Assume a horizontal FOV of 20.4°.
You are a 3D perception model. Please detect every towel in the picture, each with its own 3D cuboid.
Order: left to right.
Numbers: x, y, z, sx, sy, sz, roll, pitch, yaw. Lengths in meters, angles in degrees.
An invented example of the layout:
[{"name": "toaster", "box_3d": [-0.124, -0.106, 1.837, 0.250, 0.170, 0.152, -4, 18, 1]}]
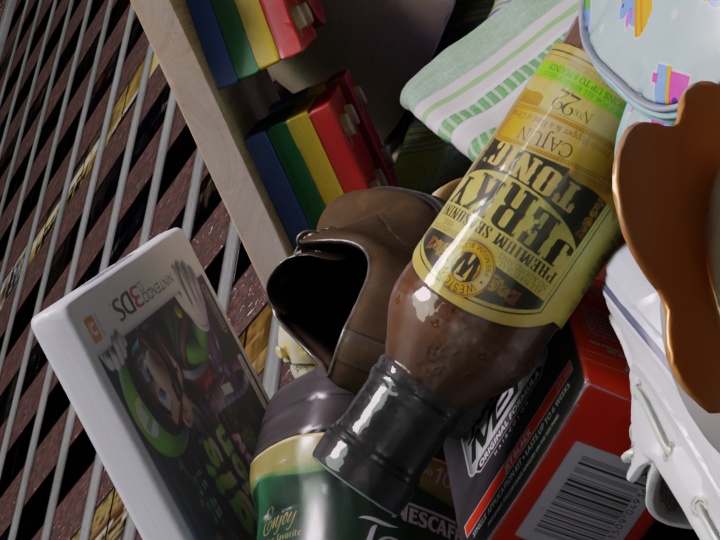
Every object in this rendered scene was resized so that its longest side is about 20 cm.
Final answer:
[{"name": "towel", "box_3d": [0.068, -0.133, 1.107, 0.143, 0.023, 0.201, -7, 64, 69]}, {"name": "towel", "box_3d": [0.099, -0.102, 0.876, 0.152, 0.023, 0.200, -37, 20, 0]}]

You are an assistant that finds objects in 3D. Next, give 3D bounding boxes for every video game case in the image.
[{"name": "video game case", "box_3d": [-0.071, 0.087, 0.939, 0.023, 0.201, 0.182, -25, 6, 15]}]

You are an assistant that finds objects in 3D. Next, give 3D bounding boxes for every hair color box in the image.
[{"name": "hair color box", "box_3d": [0.078, 0.034, 0.833, 0.102, 0.061, 0.200, -60, 19, 27]}]

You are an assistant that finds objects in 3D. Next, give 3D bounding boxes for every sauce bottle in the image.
[{"name": "sauce bottle", "box_3d": [0.054, -0.001, 0.746, 0.201, 0.065, 0.065, -57, 18, -3]}]

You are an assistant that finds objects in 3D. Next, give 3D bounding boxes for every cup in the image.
[{"name": "cup", "box_3d": [-0.021, -0.194, 1.195, 0.200, 0.142, 0.202, -160, 90, -81]}]

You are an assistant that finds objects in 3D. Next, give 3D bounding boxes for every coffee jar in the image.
[{"name": "coffee jar", "box_3d": [-0.002, 0.146, 0.846, 0.085, 0.104, 0.201, -33, 45, 51]}]

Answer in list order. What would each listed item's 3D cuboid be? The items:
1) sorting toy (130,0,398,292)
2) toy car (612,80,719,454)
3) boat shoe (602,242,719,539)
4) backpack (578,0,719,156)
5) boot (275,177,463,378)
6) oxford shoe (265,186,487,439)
[{"name": "sorting toy", "box_3d": [-0.045, -0.101, 1.044, 0.069, 0.200, 0.200, -23, 10, 8]}, {"name": "toy car", "box_3d": [0.134, 0.033, 0.449, 0.184, 0.199, 0.178, -45, 30, 52]}, {"name": "boat shoe", "box_3d": [0.116, 0.055, 0.673, 0.067, 0.073, 0.200, -55, 22, 13]}, {"name": "backpack", "box_3d": [0.154, -0.075, 0.601, 0.176, 0.152, 0.201, -125, 50, -63]}, {"name": "boot", "box_3d": [-0.002, 0.057, 1.009, 0.155, 0.072, 0.201, -21, 44, 64]}, {"name": "oxford shoe", "box_3d": [0.000, 0.000, 0.867, 0.200, 0.084, 0.073, -121, 51, -70]}]
